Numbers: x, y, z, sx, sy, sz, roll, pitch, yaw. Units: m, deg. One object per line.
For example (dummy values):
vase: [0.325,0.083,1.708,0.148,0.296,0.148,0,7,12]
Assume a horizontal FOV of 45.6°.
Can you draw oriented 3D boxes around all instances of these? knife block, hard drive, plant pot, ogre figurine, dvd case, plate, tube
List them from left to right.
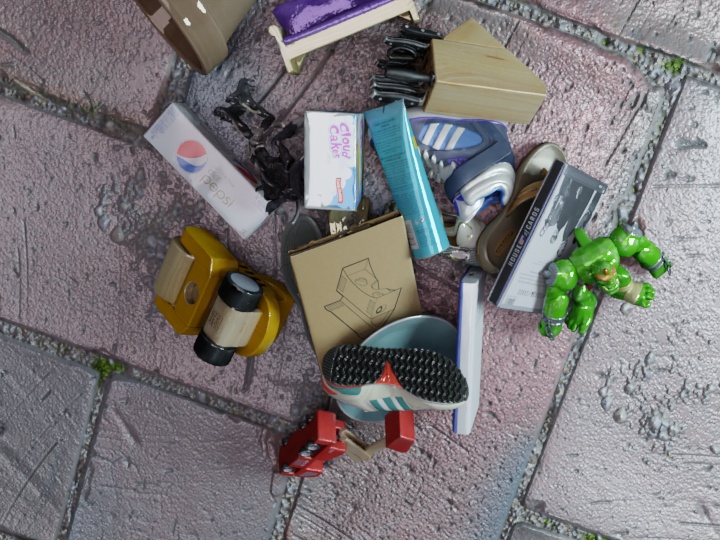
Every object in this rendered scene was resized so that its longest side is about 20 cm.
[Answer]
plant pot: [-0.203,-0.387,1.108,0.174,0.200,0.201,-43,95,-8]
plate: [0.052,0.135,1.205,0.196,0.026,0.203,-15,133,-16]
tube: [0.061,-0.118,1.120,0.076,0.050,0.204,-9,105,44]
knife block: [0.115,-0.237,1.102,0.200,0.064,0.175,44,63,10]
hard drive: [0.150,0.105,1.182,0.025,0.132,0.205,4,101,13]
dvd case: [0.253,-0.039,1.149,0.025,0.149,0.203,33,103,34]
ogre figurine: [0.323,0.009,1.166,0.196,0.100,0.121,-16,133,20]

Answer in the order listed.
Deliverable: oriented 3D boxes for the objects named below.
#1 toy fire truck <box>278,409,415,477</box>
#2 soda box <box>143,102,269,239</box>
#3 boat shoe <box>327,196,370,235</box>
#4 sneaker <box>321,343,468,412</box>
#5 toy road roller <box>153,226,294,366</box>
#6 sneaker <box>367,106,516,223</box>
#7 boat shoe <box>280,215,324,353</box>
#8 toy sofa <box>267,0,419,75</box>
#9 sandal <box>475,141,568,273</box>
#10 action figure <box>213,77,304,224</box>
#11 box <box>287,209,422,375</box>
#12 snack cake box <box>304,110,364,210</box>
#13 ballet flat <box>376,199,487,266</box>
toy fire truck: [-0.023,0.248,1.228,0.138,0.050,0.200,15,142,-22]
soda box: [-0.204,-0.140,1.197,0.064,0.068,0.200,-43,94,10]
boat shoe: [0.000,0.000,1.205,0.061,0.073,0.205,-10,100,8]
sneaker: [0.041,0.150,1.126,0.195,0.094,0.072,8,60,-5]
toy road roller: [-0.187,0.039,1.216,0.199,0.145,0.125,41,111,34]
sneaker: [0.109,-0.135,1.142,0.195,0.081,0.150,-3,68,0]
boat shoe: [-0.059,0.022,1.225,0.073,0.065,0.206,-17,94,19]
toy sofa: [-0.024,-0.342,1.139,0.196,0.083,0.099,-20,100,8]
sandal: [0.228,-0.082,1.160,0.080,0.054,0.202,39,78,-17]
action figure: [-0.110,-0.160,1.145,0.202,0.101,0.119,55,139,15]
box: [0.000,0.034,1.151,0.160,0.021,0.203,-20,123,-11]
snack cake box: [-0.031,-0.148,1.115,0.065,0.200,0.118,3,101,3]
ballet flat: [0.117,-0.056,1.182,0.196,0.072,0.074,13,101,3]
